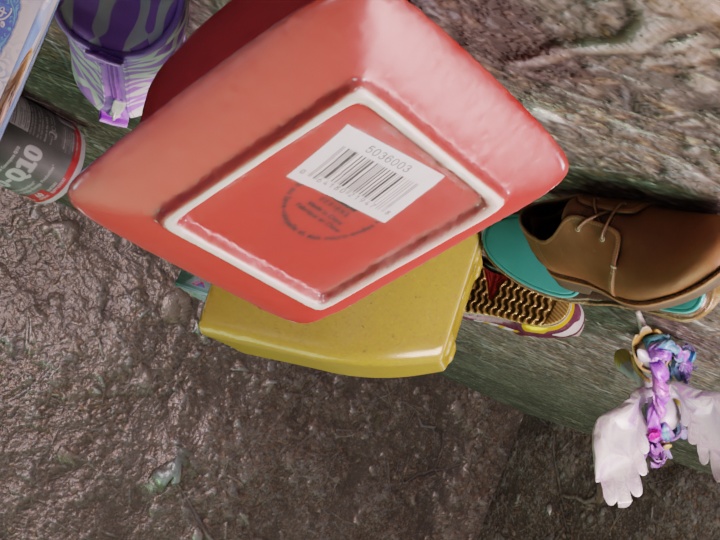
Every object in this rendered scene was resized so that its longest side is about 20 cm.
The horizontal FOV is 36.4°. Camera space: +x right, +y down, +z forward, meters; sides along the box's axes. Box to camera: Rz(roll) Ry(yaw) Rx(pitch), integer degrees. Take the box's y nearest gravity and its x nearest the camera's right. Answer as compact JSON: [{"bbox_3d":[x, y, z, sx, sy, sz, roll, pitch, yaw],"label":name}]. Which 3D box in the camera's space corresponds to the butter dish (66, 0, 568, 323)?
[{"bbox_3d":[-0.024,-0.087,0.580,0.199,0.148,0.200,-29,142,26],"label":"butter dish"}]

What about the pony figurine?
[{"bbox_3d":[0.322,0.150,1.185,0.166,0.194,0.200,-13,165,9],"label":"pony figurine"}]

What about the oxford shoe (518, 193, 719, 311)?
[{"bbox_3d":[0.176,-0.020,0.747,0.071,0.071,0.200,41,162,-23],"label":"oxford shoe"}]

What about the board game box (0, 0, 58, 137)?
[{"bbox_3d":[-0.155,-0.117,0.474,0.043,0.200,0.200,22,174,-18],"label":"board game box"}]

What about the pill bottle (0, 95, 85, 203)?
[{"bbox_3d":[-0.453,-0.170,1.362,0.114,0.114,0.200,16,171,40],"label":"pill bottle"}]

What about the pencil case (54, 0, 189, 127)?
[{"bbox_3d":[-0.153,-0.150,0.696,0.084,0.086,0.200,21,173,-7],"label":"pencil case"}]

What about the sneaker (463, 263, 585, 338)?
[{"bbox_3d":[0.150,0.034,1.210,0.199,0.075,0.090,19,167,33],"label":"sneaker"}]

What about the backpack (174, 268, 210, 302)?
[{"bbox_3d":[-0.177,-0.024,1.503,0.200,0.154,0.176,27,180,19],"label":"backpack"}]

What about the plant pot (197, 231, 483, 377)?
[{"bbox_3d":[0.000,0.000,0.966,0.199,0.196,0.194,16,173,9],"label":"plant pot"}]

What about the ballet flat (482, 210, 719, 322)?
[{"bbox_3d":[0.196,-0.005,0.873,0.199,0.068,0.072,13,-172,35],"label":"ballet flat"}]
